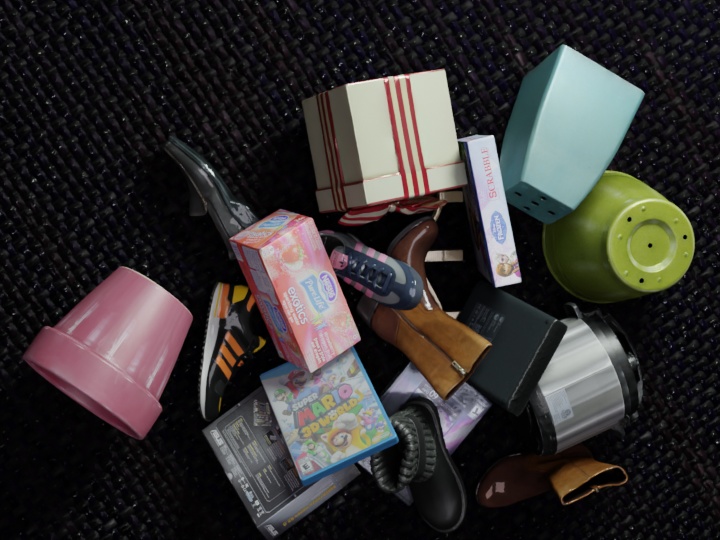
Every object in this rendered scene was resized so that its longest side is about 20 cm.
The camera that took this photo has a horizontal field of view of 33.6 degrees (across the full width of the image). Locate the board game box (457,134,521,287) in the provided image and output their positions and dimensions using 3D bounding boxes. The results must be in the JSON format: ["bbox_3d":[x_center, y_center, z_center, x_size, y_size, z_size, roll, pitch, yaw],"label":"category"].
[{"bbox_3d":[0.177,-0.089,1.686,0.041,0.200,0.203,-11,96,1],"label":"board game box"}]

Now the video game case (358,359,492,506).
[{"bbox_3d":[0.083,0.232,1.792,0.143,0.019,0.201,40,87,-10],"label":"video game case"}]

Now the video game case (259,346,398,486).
[{"bbox_3d":[-0.047,0.190,1.657,0.142,0.201,0.018,-24,136,-4],"label":"video game case"}]

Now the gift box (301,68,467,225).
[{"bbox_3d":[0.033,-0.167,1.673,0.182,0.200,0.189,-12,93,-20],"label":"gift box"}]

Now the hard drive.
[{"bbox_3d":[0.195,0.105,1.685,0.033,0.200,0.141,29,91,-29],"label":"hard drive"}]

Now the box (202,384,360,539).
[{"bbox_3d":[-0.115,0.255,1.682,0.158,0.200,0.049,-36,139,-5],"label":"box"}]

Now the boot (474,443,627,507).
[{"bbox_3d":[0.272,0.316,1.734,0.186,0.200,0.069,-16,97,-7],"label":"boot"}]

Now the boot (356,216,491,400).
[{"bbox_3d":[0.105,0.049,1.682,0.200,0.068,0.189,42,103,30],"label":"boot"}]

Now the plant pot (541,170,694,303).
[{"bbox_3d":[0.386,-0.043,1.725,0.197,0.193,0.203,-1,95,-9],"label":"plant pot"}]

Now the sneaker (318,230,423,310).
[{"bbox_3d":[0.000,0.000,1.668,0.082,0.199,0.071,10,103,-47],"label":"sneaker"}]

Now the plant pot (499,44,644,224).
[{"bbox_3d":[0.283,-0.180,1.695,0.140,0.141,0.202,27,72,-10],"label":"plant pot"}]

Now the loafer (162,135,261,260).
[{"bbox_3d":[-0.217,-0.103,1.693,0.072,0.073,0.200,-41,98,1],"label":"loafer"}]

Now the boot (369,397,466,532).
[{"bbox_3d":[0.080,0.295,1.703,0.079,0.158,0.214,-18,94,19],"label":"boot"}]

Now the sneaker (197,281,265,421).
[{"bbox_3d":[-0.183,0.120,1.716,0.089,0.070,0.203,7,92,-6],"label":"sneaker"}]

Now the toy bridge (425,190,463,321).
[{"bbox_3d":[0.119,-0.023,1.770,0.066,0.027,0.203,-2,96,-7],"label":"toy bridge"}]

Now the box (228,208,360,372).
[{"bbox_3d":[-0.091,0.027,1.673,0.094,0.102,0.202,-31,113,-22],"label":"box"}]

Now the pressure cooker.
[{"bbox_3d":[0.313,0.160,1.735,0.198,0.179,0.177,-23,138,-9],"label":"pressure cooker"}]

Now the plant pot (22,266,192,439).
[{"bbox_3d":[-0.331,0.104,1.642,0.199,0.200,0.180,37,74,-10],"label":"plant pot"}]
